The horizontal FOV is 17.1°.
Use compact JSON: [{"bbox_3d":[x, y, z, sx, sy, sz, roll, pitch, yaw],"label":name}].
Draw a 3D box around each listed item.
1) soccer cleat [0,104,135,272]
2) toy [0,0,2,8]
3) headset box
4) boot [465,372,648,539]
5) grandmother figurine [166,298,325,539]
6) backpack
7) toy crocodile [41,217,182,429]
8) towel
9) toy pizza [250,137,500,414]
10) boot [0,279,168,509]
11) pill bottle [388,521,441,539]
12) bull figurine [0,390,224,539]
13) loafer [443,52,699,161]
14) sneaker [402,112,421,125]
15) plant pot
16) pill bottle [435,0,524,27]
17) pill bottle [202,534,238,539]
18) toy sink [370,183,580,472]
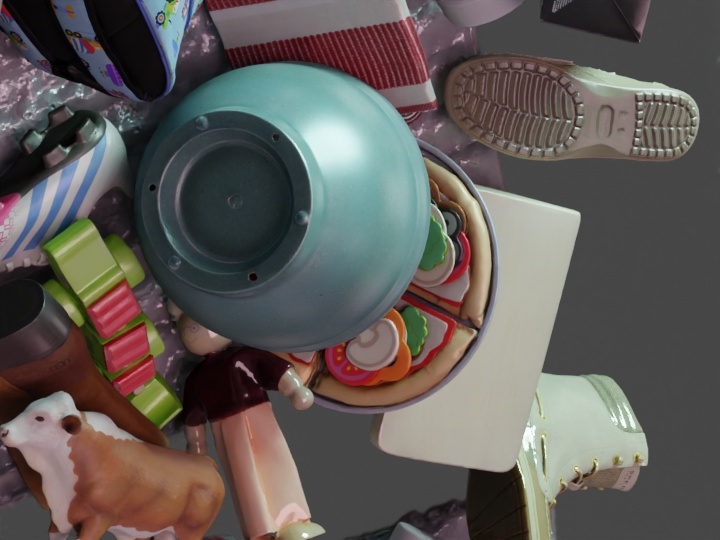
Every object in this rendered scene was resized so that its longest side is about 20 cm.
[{"bbox_3d":[-0.233,-0.023,1.594,0.200,0.070,0.086,-38,128,-13],"label":"soccer cleat"},{"bbox_3d":[-0.287,-0.139,1.502,0.115,0.047,0.200,10,126,-8],"label":"toy"},{"bbox_3d":[0.178,-0.248,1.709,0.077,0.200,0.149,14,100,3],"label":"headset box"},{"bbox_3d":[0.153,0.161,1.835,0.154,0.072,0.201,12,57,-36],"label":"boot"},{"bbox_3d":[-0.084,0.099,1.684,0.061,0.121,0.201,-8,76,-64],"label":"grandmother figurine"},{"bbox_3d":[-0.172,-0.210,1.512,0.135,0.182,0.200,-52,139,-27],"label":"backpack"},{"bbox_3d":[-0.170,0.038,1.635,0.067,0.062,0.200,-35,143,-18],"label":"toy crocodile"},{"bbox_3d":[-0.039,-0.189,1.626,0.023,0.144,0.200,-59,135,-50],"label":"towel"},{"bbox_3d":[0.000,0.000,1.677,0.032,0.200,0.201,7,104,-68],"label":"toy pizza"},{"bbox_3d":[-0.252,0.097,1.623,0.188,0.069,0.200,-24,140,4],"label":"boot"},{"bbox_3d":[0.018,0.298,1.818,0.111,0.111,0.200,28,90,-34],"label":"pill bottle"},{"bbox_3d":[-0.166,0.154,1.596,0.200,0.065,0.122,22,89,-48],"label":"bull figurine"},{"bbox_3d":[0.152,-0.119,1.799,0.199,0.068,0.076,10,99,-17],"label":"loafer"},{"bbox_3d":[-0.008,-0.179,1.676,0.081,0.075,0.200,-39,122,-15],"label":"sneaker"},{"bbox_3d":[-0.067,-0.044,1.584,0.201,0.200,0.134,-70,164,5],"label":"plant pot"},{"bbox_3d":[0.049,-0.270,1.659,0.112,0.112,0.200,-42,121,-13],"label":"pill bottle"},{"bbox_3d":[-0.172,0.253,1.692,0.200,0.109,0.109,-6,108,-30],"label":"pill bottle"},{"bbox_3d":[0.058,0.033,1.760,0.130,0.112,0.201,11,94,-33],"label":"toy sink"}]
